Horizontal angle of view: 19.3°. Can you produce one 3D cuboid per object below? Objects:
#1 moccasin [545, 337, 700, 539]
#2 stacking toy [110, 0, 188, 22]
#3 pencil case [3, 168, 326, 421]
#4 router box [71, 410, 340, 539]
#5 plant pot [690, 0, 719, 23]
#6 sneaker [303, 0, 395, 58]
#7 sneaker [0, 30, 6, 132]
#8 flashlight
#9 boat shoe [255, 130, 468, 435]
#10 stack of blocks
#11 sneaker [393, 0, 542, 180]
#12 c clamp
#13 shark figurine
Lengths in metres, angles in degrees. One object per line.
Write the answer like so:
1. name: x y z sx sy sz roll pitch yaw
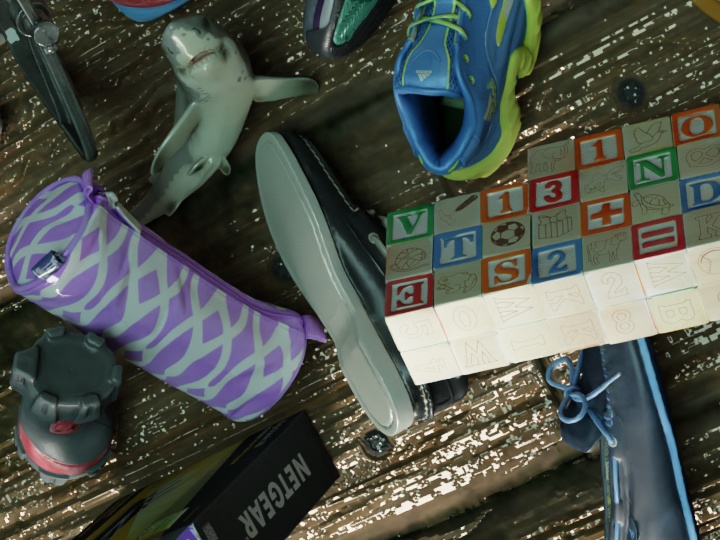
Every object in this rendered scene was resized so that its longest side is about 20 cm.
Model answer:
1. moccasin: 0.149 0.092 1.247 0.068 0.080 0.201 -13 98 9
2. stacking toy: -0.154 -0.196 1.209 0.110 0.200 0.116 -28 95 22
3. pencil case: -0.120 0.015 1.269 0.086 0.084 0.200 -46 128 12
4. router box: -0.116 0.167 1.292 0.157 0.200 0.052 -27 96 22
5. plant pot: 0.230 -0.206 1.088 0.200 0.183 0.201 5 105 17
6. sneaker: -0.008 -0.227 1.233 0.087 0.074 0.201 24 101 26
7. sneaker: -0.277 -0.076 1.354 0.087 0.075 0.201 12 108 10
8. flashlight: -0.176 0.083 1.297 0.068 0.200 0.068 -41 86 -20
9. boat shoe: 0.000 0.000 1.285 0.200 0.060 0.074 62 157 13
10. stack of blocks: 0.116 -0.015 1.196 0.199 0.115 0.059 -13 131 14
11. sneaker: 0.063 -0.144 1.202 0.075 0.105 0.201 5 106 17
12. c clamp: -0.197 -0.149 1.246 0.027 0.200 0.171 -29 117 -9
13. shark figurine: -0.116 -0.094 1.306 0.090 0.128 0.215 57 134 25
